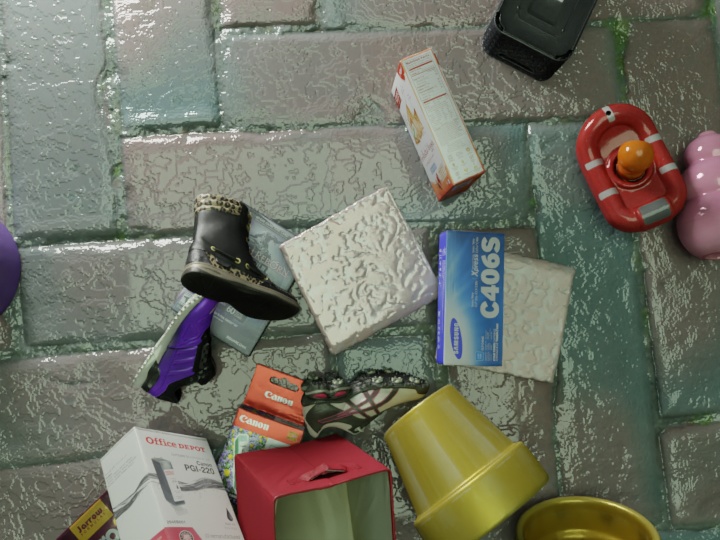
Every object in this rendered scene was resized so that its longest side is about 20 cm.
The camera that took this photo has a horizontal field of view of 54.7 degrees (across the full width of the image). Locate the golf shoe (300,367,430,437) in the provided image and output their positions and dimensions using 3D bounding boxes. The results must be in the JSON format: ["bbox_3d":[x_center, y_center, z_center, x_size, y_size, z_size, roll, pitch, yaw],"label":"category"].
[{"bbox_3d":[0.007,0.199,1.061,0.197,0.077,0.089,-3,97,-9],"label":"golf shoe"}]

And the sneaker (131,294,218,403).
[{"bbox_3d":[-0.250,0.116,1.049,0.099,0.070,0.201,36,101,-9],"label":"sneaker"}]

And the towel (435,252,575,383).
[{"bbox_3d":[0.227,0.068,1.103,0.198,0.032,0.193,12,86,-2],"label":"towel"}]

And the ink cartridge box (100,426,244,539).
[{"bbox_3d":[-0.255,0.325,0.954,0.085,0.145,0.201,-44,53,13],"label":"ink cartridge box"}]

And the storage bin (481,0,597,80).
[{"bbox_3d":[0.297,-0.429,1.115,0.134,0.094,0.202,26,85,-1],"label":"storage bin"}]

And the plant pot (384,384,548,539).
[{"bbox_3d":[0.136,0.281,1.010,0.200,0.201,0.190,-36,73,-5],"label":"plant pot"}]

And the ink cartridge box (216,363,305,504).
[{"bbox_3d":[-0.145,0.256,1.058,0.108,0.050,0.202,19,85,-2],"label":"ink cartridge box"}]

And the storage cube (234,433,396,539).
[{"bbox_3d":[-0.067,0.348,0.957,0.169,0.179,0.203,-6,97,-26],"label":"storage cube"}]

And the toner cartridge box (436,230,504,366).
[{"bbox_3d":[0.168,0.043,1.061,0.094,0.043,0.203,2,86,-8],"label":"toner cartridge box"}]

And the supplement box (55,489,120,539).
[{"bbox_3d":[-0.318,0.410,1.010,0.131,0.103,0.200,-44,88,-4],"label":"supplement box"}]

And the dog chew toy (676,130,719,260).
[{"bbox_3d":[0.559,-0.121,1.097,0.123,0.125,0.203,0,77,-3],"label":"dog chew toy"}]

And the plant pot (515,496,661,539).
[{"bbox_3d":[0.326,0.461,1.000,0.198,0.201,0.191,-5,101,-4],"label":"plant pot"}]

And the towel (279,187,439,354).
[{"bbox_3d":[0.000,0.000,1.079,0.199,0.032,0.192,-28,91,-8],"label":"towel"}]

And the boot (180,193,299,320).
[{"bbox_3d":[-0.174,-0.017,1.036,0.199,0.073,0.152,23,48,-37],"label":"boot"}]

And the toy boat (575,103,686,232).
[{"bbox_3d":[0.416,-0.166,1.068,0.129,0.131,0.202,-24,75,7],"label":"toy boat"}]

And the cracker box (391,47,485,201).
[{"bbox_3d":[0.115,-0.217,1.068,0.057,0.134,0.202,-22,87,-4],"label":"cracker box"}]

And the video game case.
[{"bbox_3d":[-0.183,0.012,1.092,0.142,0.019,0.201,31,85,-1],"label":"video game case"}]

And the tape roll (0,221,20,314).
[{"bbox_3d":[-0.623,-0.005,1.035,0.197,0.085,0.203,0,85,-3],"label":"tape roll"}]
